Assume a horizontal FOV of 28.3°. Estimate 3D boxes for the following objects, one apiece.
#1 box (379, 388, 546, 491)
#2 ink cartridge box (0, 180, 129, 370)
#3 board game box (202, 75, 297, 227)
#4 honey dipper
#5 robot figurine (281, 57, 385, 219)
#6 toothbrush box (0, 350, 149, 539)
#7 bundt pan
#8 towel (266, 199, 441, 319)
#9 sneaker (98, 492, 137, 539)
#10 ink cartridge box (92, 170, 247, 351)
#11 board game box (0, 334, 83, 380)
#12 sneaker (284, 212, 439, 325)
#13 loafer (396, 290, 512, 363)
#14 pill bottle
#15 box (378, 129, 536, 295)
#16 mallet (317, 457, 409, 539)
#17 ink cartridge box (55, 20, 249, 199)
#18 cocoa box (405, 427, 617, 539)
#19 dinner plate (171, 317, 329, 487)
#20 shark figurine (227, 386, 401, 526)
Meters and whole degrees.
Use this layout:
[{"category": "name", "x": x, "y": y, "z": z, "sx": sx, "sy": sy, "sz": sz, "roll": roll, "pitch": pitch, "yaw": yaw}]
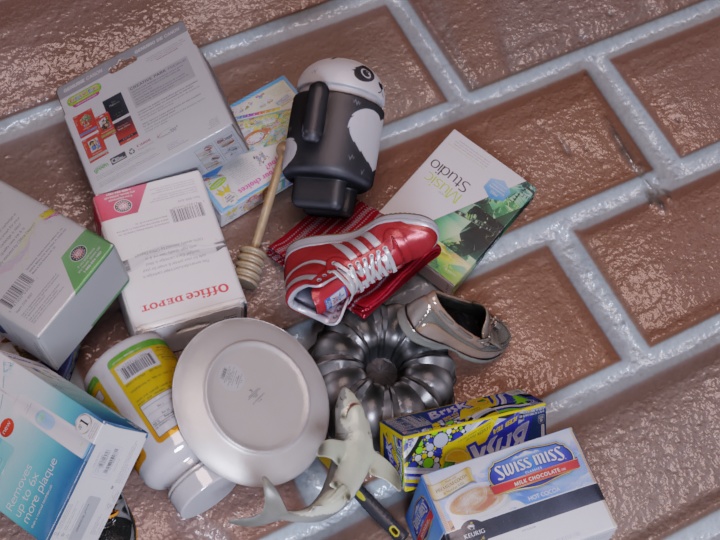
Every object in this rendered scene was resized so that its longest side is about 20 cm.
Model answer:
[{"category": "box", "x": 0.123, "y": 0.199, "z": 1.696, "sx": 0.197, "sy": 0.071, "sz": 0.064, "roll": -10, "pitch": 17, "yaw": -24}, {"category": "ink cartridge box", "x": -0.398, "y": 0.001, "z": 1.693, "sx": 0.198, "sy": 0.088, "sz": 0.146, "roll": 28, "pitch": 67, "yaw": 21}, {"category": "board game box", "x": -0.144, "y": -0.162, "z": 1.909, "sx": 0.199, "sy": 0.034, "sz": 0.135, "roll": -32, "pitch": 69, "yaw": -23}, {"category": "honey dipper", "x": -0.121, "y": -0.074, "z": 1.841, "sx": 0.037, "sy": 0.038, "sz": 0.203, "roll": 16, "pitch": 71, "yaw": 2}, {"category": "robot figurine", "x": -0.032, "y": -0.171, "z": 1.834, "sx": 0.123, "sy": 0.150, "sz": 0.203, "roll": 12, "pitch": 79, "yaw": -18}, {"category": "toothbrush box", "x": -0.353, "y": 0.197, "z": 1.582, "sx": 0.199, "sy": 0.085, "sz": 0.148, "roll": 27, "pitch": 89, "yaw": 34}, {"category": "bundt pan", "x": 0.027, "y": 0.122, "z": 1.752, "sx": 0.198, "sy": 0.076, "sz": 0.205, "roll": 3, "pitch": 60, "yaw": -6}, {"category": "towel", "x": -0.010, "y": -0.026, "z": 1.812, "sx": 0.144, "sy": 0.023, "sz": 0.199, "roll": -39, "pitch": 47, "yaw": -23}, {"category": "sneaker", "x": -0.308, "y": 0.248, "z": 1.634, "sx": 0.077, "sy": 0.078, "sz": 0.202, "roll": -15, "pitch": 66, "yaw": -18}, {"category": "ink cartridge box", "x": -0.238, "y": -0.006, "z": 1.780, "sx": 0.144, "sy": 0.085, "sz": 0.202, "roll": -15, "pitch": 62, "yaw": -15}, {"category": "board game box", "x": -0.403, "y": 0.063, "z": 1.745, "sx": 0.133, "sy": 0.035, "sz": 0.202, "roll": 14, "pitch": 61, "yaw": 0}, {"category": "sneaker", "x": 0.000, "y": 0.000, "z": 1.711, "sx": 0.197, "sy": 0.072, "sz": 0.113, "roll": -14, "pitch": 38, "yaw": 15}, {"category": "loafer", "x": 0.129, "y": 0.065, "z": 1.746, "sx": 0.199, "sy": 0.063, "sz": 0.073, "roll": 13, "pitch": 45, "yaw": -47}, {"category": "pill bottle", "x": -0.227, "y": 0.182, "z": 1.661, "sx": 0.110, "sy": 0.111, "sz": 0.201, "roll": -29, "pitch": 69, "yaw": -22}, {"category": "box", "x": 0.122, "y": -0.079, "z": 1.900, "sx": 0.144, "sy": 0.036, "sz": 0.200, "roll": 36, "pitch": 64, "yaw": 12}, {"category": "mallet", "x": -0.012, "y": 0.238, "z": 1.694, "sx": 0.199, "sy": 0.041, "sz": 0.066, "roll": 38, "pitch": 94, "yaw": 9}, {"category": "ink cartridge box", "x": -0.270, "y": -0.195, "z": 1.844, "sx": 0.198, "sy": 0.084, "sz": 0.177, "roll": -27, "pitch": 67, "yaw": 2}, {"category": "cocoa box", "x": 0.169, "y": 0.288, "z": 1.645, "sx": 0.197, "sy": 0.134, "sz": 0.133, "roll": -15, "pitch": 63, "yaw": -16}, {"category": "dinner plate", "x": -0.121, "y": 0.147, "z": 1.644, "sx": 0.197, "sy": 0.024, "sz": 0.203, "roll": 12, "pitch": 62, "yaw": -24}, {"category": "shark figurine", "x": -0.044, "y": 0.248, "z": 1.621, "sx": 0.128, "sy": 0.089, "sz": 0.214, "roll": 48, "pitch": 49, "yaw": -3}]
